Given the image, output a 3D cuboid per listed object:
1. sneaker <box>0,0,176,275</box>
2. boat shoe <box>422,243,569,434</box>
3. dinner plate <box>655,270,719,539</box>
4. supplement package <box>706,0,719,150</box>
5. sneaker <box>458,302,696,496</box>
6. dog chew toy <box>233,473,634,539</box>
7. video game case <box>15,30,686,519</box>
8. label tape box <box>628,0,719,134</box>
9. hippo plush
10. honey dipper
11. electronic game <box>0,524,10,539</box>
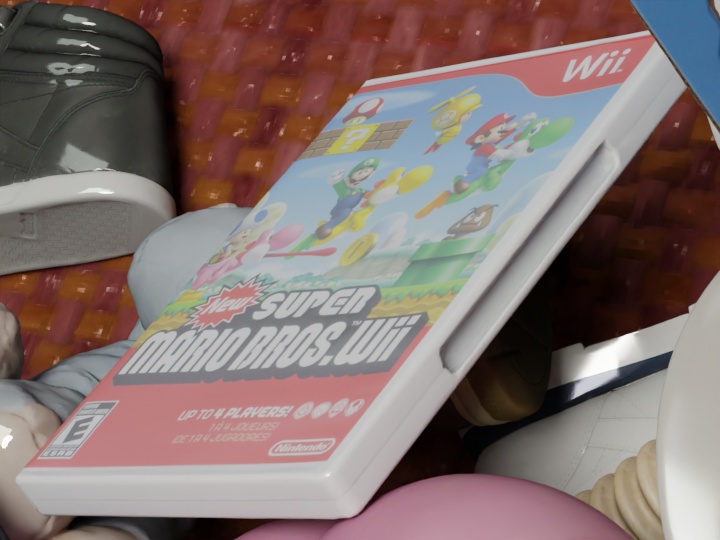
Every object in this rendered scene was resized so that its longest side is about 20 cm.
[{"bbox_3d":[-0.161,-0.053,1.023,0.200,0.071,0.099,-5,61,21],"label":"sneaker"},{"bbox_3d":[0.028,-0.005,0.832,0.065,0.073,0.200,-18,16,15],"label":"boat shoe"},{"bbox_3d":[0.177,0.066,0.707,0.024,0.200,0.200,132,146,-58],"label":"dinner plate"},{"bbox_3d":[0.211,-0.091,0.798,0.200,0.117,0.117,-21,57,18],"label":"supplement package"},{"bbox_3d":[0.129,0.051,0.807,0.200,0.076,0.081,-24,66,24],"label":"sneaker"},{"bbox_3d":[-0.001,0.122,0.708,0.200,0.124,0.125,-9,59,49],"label":"dog chew toy"},{"bbox_3d":[0.000,0.000,0.759,0.143,0.017,0.200,-6,36,47],"label":"video game case"},{"bbox_3d":[0.137,-0.136,0.697,0.200,0.144,0.063,-48,51,-2],"label":"label tape box"},{"bbox_3d":[-0.064,0.067,0.871,0.161,0.200,0.159,-28,65,-17],"label":"hippo plush"},{"bbox_3d":[0.043,0.116,0.802,0.200,0.038,0.038,-43,49,33],"label":"honey dipper"},{"bbox_3d":[-0.146,0.118,0.816,0.042,0.200,0.200,-28,44,-32],"label":"electronic game"}]
